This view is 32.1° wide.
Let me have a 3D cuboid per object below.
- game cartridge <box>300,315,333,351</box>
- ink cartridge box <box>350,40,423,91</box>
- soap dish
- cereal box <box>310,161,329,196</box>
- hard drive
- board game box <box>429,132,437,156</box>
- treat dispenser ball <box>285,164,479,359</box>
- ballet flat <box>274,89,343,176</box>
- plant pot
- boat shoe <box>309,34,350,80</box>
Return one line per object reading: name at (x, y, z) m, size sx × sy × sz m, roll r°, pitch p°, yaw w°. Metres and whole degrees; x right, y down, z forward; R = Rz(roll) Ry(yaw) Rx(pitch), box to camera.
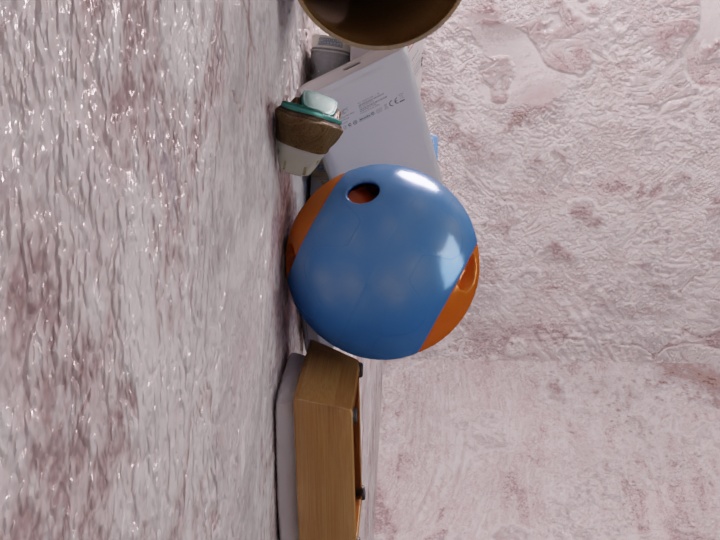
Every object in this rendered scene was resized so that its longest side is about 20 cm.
game cartridge at (0.000, 0.000, 1.479) m, size 0.200 × 0.041 × 0.133 m, roll -46°, pitch 158°, yaw -27°
ink cartridge box at (0.032, -0.248, 1.508) m, size 0.116 × 0.068 × 0.200 m, roll -64°, pitch 161°, yaw -54°
soap dish at (-0.039, 0.192, 1.293) m, size 0.157 × 0.081 × 0.200 m, roll -79°, pitch 168°, yaw -72°
cereal box at (-0.041, -0.072, 1.573) m, size 0.144 × 0.039 × 0.200 m, roll 78°, pitch 13°, yaw -77°
hard drive at (0.016, -0.155, 1.461) m, size 0.026 × 0.132 × 0.200 m, roll 51°, pitch -16°, yaw 48°
board game box at (0.025, -0.068, 1.708) m, size 0.196 × 0.056 × 0.200 m, roll -33°, pitch -134°, yaw 48°
treat dispenser ball at (0.023, -0.009, 1.289) m, size 0.201 × 0.200 × 0.201 m, roll 1°, pitch 90°, yaw -87°
ballet flat at (-0.055, -0.132, 1.226) m, size 0.200 × 0.068 × 0.072 m, roll -93°, pitch -158°, yaw -77°
plant pot at (0.000, -0.334, 1.293) m, size 0.200 × 0.186 × 0.187 m, roll -125°, pitch -147°, yaw -69°
boat shoe at (-0.032, -0.239, 1.557) m, size 0.201 × 0.070 × 0.072 m, roll 20°, pitch 81°, yaw -82°
